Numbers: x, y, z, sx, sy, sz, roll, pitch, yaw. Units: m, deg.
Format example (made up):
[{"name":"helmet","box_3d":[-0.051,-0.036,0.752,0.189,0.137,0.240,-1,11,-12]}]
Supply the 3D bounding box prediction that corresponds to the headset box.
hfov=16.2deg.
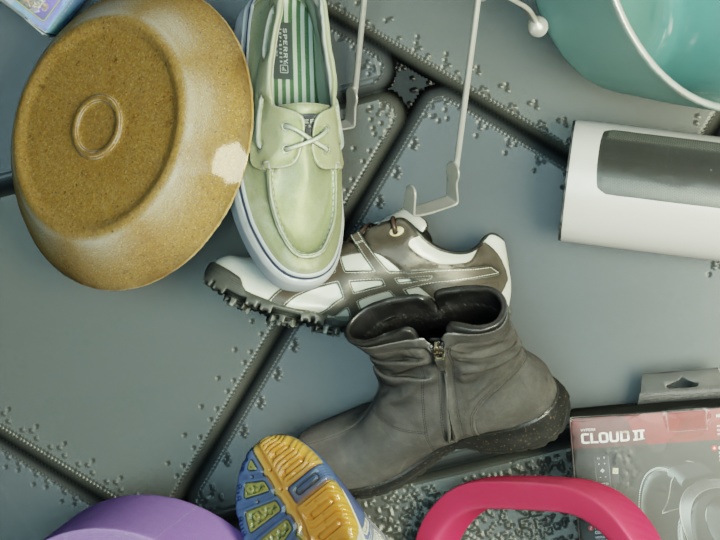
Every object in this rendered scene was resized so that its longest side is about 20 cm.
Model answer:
[{"name":"headset box","box_3d":[0.212,0.163,1.611,0.149,0.077,0.200,-5,90,6]}]

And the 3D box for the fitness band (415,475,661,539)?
[{"name":"fitness band","box_3d":[0.113,0.201,1.589,0.200,0.037,0.144,-3,90,45]}]

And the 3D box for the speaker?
[{"name":"speaker","box_3d":[0.229,-0.045,1.603,0.200,0.081,0.081,8,92,5]}]

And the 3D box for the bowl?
[{"name":"bowl","box_3d":[0.180,-0.187,1.564,0.105,0.201,0.201,-12,91,47]}]

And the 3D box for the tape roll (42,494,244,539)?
[{"name":"tape roll","box_3d":[-0.138,0.248,1.618,0.200,0.066,0.200,7,107,21]}]

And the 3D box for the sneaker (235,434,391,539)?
[{"name":"sneaker","box_3d":[-0.005,0.192,1.599,0.075,0.088,0.200,-36,79,17]}]

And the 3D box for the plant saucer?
[{"name":"plant saucer","box_3d":[-0.157,-0.088,1.609,0.200,0.035,0.200,-8,76,34]}]

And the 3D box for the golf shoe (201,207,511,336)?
[{"name":"golf shoe","box_3d":[0.000,0.000,1.632,0.200,0.078,0.095,10,89,-5]}]

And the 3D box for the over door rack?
[{"name":"over door rack","box_3d":[0.046,-0.152,1.579,0.067,0.148,0.200,4,112,-33]}]

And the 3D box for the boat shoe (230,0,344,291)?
[{"name":"boat shoe","box_3d":[-0.045,-0.088,1.580,0.072,0.062,0.200,-2,75,-21]}]

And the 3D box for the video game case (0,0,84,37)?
[{"name":"video game case","box_3d":[-0.214,-0.285,1.654,0.181,0.045,0.200,38,95,5]}]

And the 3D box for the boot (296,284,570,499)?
[{"name":"boot","box_3d":[0.021,0.069,1.584,0.200,0.132,0.070,-20,45,19]}]
